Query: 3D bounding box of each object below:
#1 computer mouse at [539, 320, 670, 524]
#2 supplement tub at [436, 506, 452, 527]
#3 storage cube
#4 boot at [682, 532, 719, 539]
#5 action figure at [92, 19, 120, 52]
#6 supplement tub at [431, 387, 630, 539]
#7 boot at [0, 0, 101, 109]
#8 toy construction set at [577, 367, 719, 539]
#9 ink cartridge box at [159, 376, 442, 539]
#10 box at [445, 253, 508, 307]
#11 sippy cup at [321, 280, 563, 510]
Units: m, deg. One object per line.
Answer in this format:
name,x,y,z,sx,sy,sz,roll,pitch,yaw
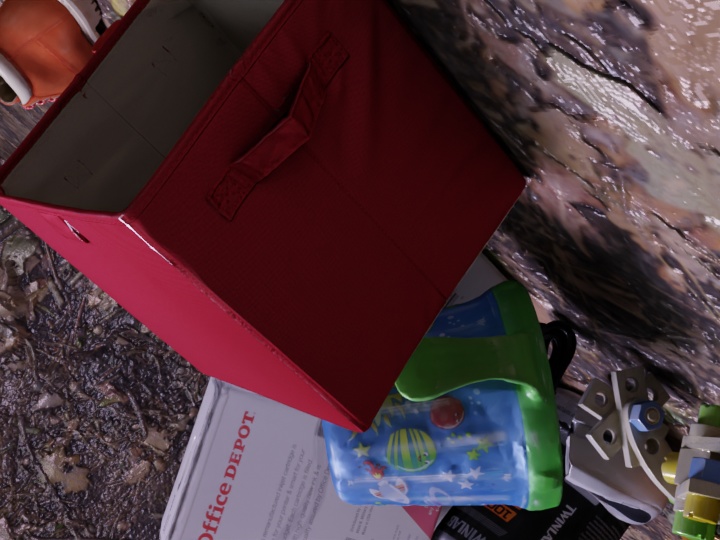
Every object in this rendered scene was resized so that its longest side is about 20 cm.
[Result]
computer mouse,0.177,0.123,0.849,0.044,0.110,0.200,-8,149,44
supplement tub,0.043,0.182,1.080,0.200,0.145,0.145,30,169,0
storage cube,-0.054,-0.044,0.633,0.200,0.171,0.180,11,152,52
boot,0.290,0.211,0.796,0.201,0.071,0.144,36,172,42
action figure,-0.145,-0.122,0.997,0.065,0.052,0.200,25,164,44
supplement tub,0.140,0.204,0.958,0.122,0.200,0.123,37,168,9
boot,-0.265,-0.175,1.016,0.075,0.107,0.200,35,170,14
toy construction set,0.205,0.120,0.699,0.131,0.092,0.200,17,-178,-14
ink cartridge box,-0.044,0.175,0.946,0.200,0.146,0.085,18,-177,-13
box,0.000,0.000,0.870,0.124,0.098,0.200,45,167,-25
sippy cup,0.043,0.083,0.709,0.140,0.130,0.178,-100,2,-55
